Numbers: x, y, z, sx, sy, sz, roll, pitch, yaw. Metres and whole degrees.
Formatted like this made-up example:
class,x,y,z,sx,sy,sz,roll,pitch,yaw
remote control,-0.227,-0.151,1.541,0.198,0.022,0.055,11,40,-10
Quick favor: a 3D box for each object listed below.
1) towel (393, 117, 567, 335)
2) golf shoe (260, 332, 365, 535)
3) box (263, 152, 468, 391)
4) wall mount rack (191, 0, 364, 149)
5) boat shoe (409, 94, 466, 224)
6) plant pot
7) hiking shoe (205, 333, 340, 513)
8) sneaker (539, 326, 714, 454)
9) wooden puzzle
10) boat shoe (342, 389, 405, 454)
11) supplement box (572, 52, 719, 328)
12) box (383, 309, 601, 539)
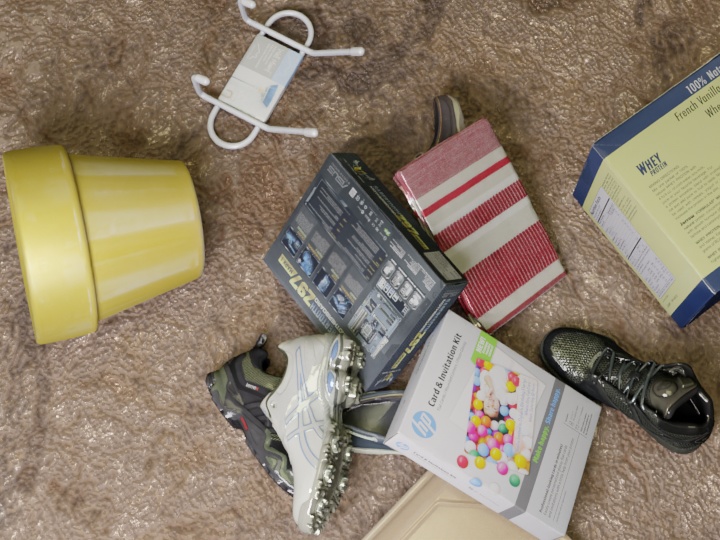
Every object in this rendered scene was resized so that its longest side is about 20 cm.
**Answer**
class,x,y,z,sx,sy,sz,roll,pitch,yaw
towel,0.133,-0.049,1.150,0.143,0.023,0.202,-32,97,-29
golf shoe,-0.056,0.161,1.057,0.095,0.079,0.203,2,66,16
box,0.000,0.000,1.118,0.201,0.051,0.159,49,121,25
wall mount rack,-0.096,-0.229,1.243,0.172,0.075,0.202,26,75,10
boat shoe,0.085,-0.107,1.198,0.072,0.075,0.204,-1,70,1
plant pot,-0.272,-0.039,1.133,0.186,0.201,0.204,-11,70,-20
hiking shoe,-0.075,0.159,1.110,0.100,0.076,0.200,-40,74,-8
sneaker,0.282,0.111,1.100,0.198,0.115,0.077,35,73,14
wooden puzzle,0.112,0.298,1.071,0.185,0.037,0.200,-43,88,-12
boat shoe,0.065,0.156,1.115,0.196,0.062,0.076,4,67,2
supplement box,0.375,-0.088,1.151,0.199,0.135,0.201,-34,74,-10
box,0.138,0.156,1.073,0.198,0.041,0.157,32,56,-6
